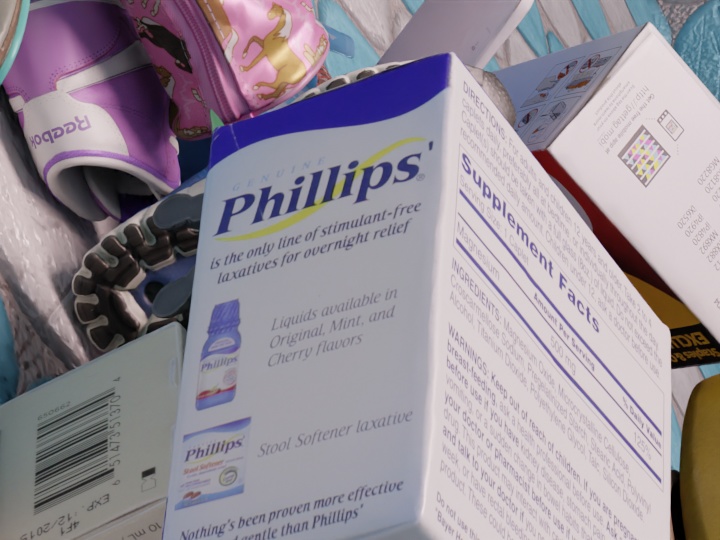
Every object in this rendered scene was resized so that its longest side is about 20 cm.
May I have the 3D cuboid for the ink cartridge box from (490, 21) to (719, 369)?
[{"bbox_3d":[0.112,-0.008,1.359,0.176,0.084,0.200,47,-23,-15],"label":"ink cartridge box"}]

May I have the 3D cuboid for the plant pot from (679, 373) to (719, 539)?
[{"bbox_3d":[0.237,0.132,1.195,0.201,0.199,0.176,64,25,-7],"label":"plant pot"}]

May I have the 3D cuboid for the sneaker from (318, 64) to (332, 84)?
[{"bbox_3d":[-0.021,-0.058,1.515,0.098,0.071,0.201,44,5,-28],"label":"sneaker"}]

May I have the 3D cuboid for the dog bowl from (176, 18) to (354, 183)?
[{"bbox_3d":[-0.058,-0.062,1.384,0.050,0.111,0.200,40,22,-18],"label":"dog bowl"}]

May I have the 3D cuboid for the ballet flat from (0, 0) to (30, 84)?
[{"bbox_3d":[-0.169,-0.131,1.192,0.063,0.067,0.200,30,27,-20],"label":"ballet flat"}]

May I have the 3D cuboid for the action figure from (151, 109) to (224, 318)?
[{"bbox_3d":[-0.008,0.037,1.179,0.200,0.054,0.119,40,39,-42],"label":"action figure"}]

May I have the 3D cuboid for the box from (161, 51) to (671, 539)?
[{"bbox_3d":[0.027,0.062,1.059,0.184,0.104,0.201,49,36,-42],"label":"box"}]

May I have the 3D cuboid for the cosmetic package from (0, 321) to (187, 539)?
[{"bbox_3d":[-0.054,0.132,1.098,0.200,0.087,0.104,57,15,-32],"label":"cosmetic package"}]

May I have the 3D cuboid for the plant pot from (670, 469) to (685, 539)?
[{"bbox_3d":[0.081,0.213,1.248,0.201,0.197,0.201,59,15,-28],"label":"plant pot"}]

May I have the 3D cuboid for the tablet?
[{"bbox_3d":[0.012,-0.070,1.329,0.014,0.200,0.130,33,20,-15],"label":"tablet"}]

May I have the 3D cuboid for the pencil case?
[{"bbox_3d":[-0.085,-0.151,1.227,0.083,0.087,0.201,9,-45,50],"label":"pencil case"}]

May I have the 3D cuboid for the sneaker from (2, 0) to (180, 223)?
[{"bbox_3d":[-0.103,-0.074,1.321,0.200,0.072,0.115,-13,83,-67],"label":"sneaker"}]

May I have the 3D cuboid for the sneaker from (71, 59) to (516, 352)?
[{"bbox_3d":[-0.027,-0.034,1.244,0.079,0.199,0.089,62,12,-10],"label":"sneaker"}]
